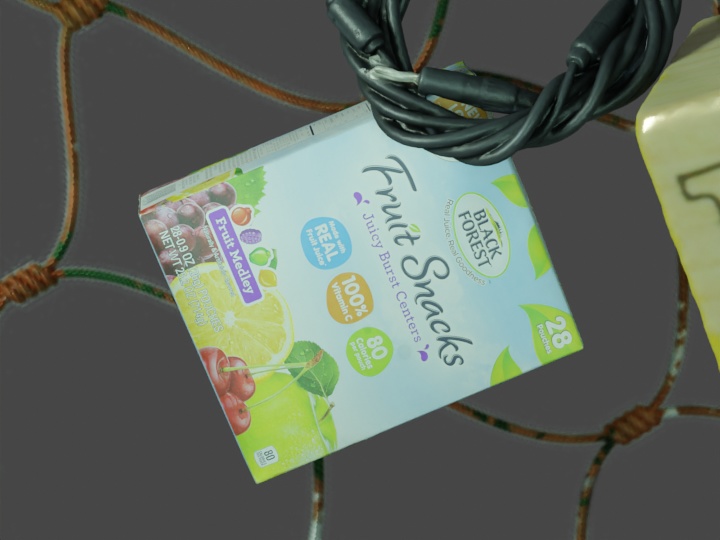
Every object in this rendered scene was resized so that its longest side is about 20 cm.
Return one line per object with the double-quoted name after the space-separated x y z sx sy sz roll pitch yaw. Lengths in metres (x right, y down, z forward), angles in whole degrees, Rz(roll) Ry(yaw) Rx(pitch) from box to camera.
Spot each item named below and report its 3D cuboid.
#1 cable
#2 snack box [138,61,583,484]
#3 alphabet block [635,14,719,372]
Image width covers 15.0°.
0.087 -0.144 1.453 0.200 0.051 0.163 -26 61 -11 "cable"
0.000 0.000 1.510 0.200 0.068 0.169 -23 103 -1 "snack box"
0.281 -0.045 1.428 0.200 0.195 0.196 -15 104 22 "alphabet block"
